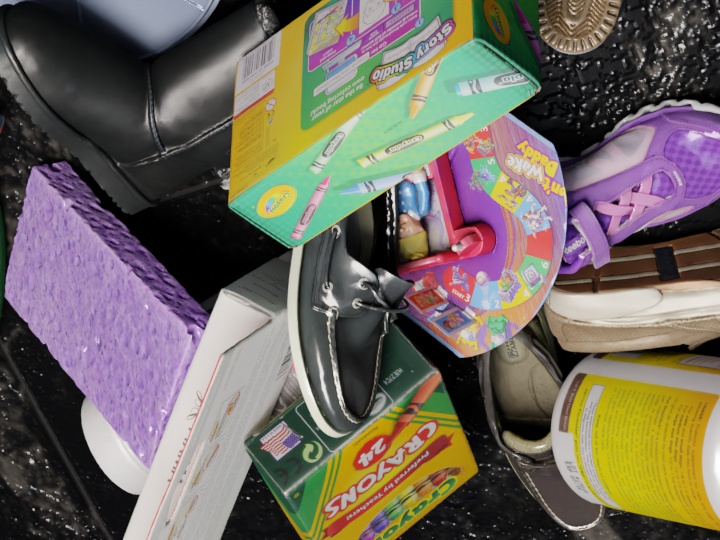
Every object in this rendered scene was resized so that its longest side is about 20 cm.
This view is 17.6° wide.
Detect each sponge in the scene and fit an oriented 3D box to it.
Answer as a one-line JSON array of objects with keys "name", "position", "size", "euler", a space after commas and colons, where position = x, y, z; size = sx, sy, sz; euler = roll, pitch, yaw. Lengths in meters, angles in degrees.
[{"name": "sponge", "position": [-0.167, 0.027, 1.527], "size": [0.030, 0.200, 0.112], "euler": [-10, 131, -39]}]

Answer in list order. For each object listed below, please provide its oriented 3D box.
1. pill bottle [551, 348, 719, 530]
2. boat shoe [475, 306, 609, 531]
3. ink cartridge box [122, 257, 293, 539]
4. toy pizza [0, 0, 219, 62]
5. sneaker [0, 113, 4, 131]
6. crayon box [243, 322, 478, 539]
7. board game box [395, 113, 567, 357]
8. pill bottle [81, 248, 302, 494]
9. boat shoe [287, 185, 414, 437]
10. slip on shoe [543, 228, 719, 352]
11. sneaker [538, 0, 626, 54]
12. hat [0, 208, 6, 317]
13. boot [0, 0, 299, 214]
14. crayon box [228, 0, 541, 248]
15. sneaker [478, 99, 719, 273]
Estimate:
[{"name": "pill bottle", "position": [0.224, 0.110, 1.490], "size": [0.200, 0.109, 0.109], "euler": [6, 131, 53]}, {"name": "boat shoe", "position": [0.119, 0.105, 1.582], "size": [0.073, 0.065, 0.200], "euler": [-18, 116, 18]}, {"name": "ink cartridge box", "position": [-0.102, 0.104, 1.427], "size": [0.043, 0.174, 0.201], "euler": [27, 110, 13]}, {"name": "toy pizza", "position": [-0.178, -0.215, 1.456], "size": [0.199, 0.032, 0.201], "euler": [3, 129, 4]}, {"name": "sneaker", "position": [-0.294, -0.156, 1.494], "size": [0.084, 0.075, 0.200], "euler": [-13, 127, 18]}, {"name": "crayon box", "position": [0.008, 0.130, 1.536], "size": [0.127, 0.051, 0.200], "euler": [-39, 152, -8]}, {"name": "board game box", "position": [0.036, -0.042, 1.464], "size": [0.200, 0.039, 0.158], "euler": [38, 119, 24]}, {"name": "pill bottle", "position": [-0.089, 0.073, 1.570], "size": [0.200, 0.111, 0.111], "euler": [-29, 112, 23]}, {"name": "boat shoe", "position": [0.001, 0.000, 1.424], "size": [0.066, 0.200, 0.074], "euler": [-8, 162, 30]}, {"name": "slip on shoe", "position": [0.219, 0.019, 1.507], "size": [0.199, 0.076, 0.061], "euler": [-6, 124, 5]}, {"name": "sneaker", "position": [0.140, -0.226, 1.391], "size": [0.070, 0.108, 0.201], "euler": [12, 91, 5]}, {"name": "hat", "position": [-0.348, 0.018, 1.560], "size": [0.175, 0.166, 0.201], "euler": [10, 110, 13]}, {"name": "boot", "position": [-0.118, -0.124, 1.454], "size": [0.162, 0.074, 0.198], "euler": [-24, 135, 17]}, {"name": "crayon box", "position": [0.012, -0.113, 1.343], "size": [0.200, 0.119, 0.058], "euler": [-31, 131, 33]}, {"name": "sneaker", "position": [0.154, -0.041, 1.478], "size": [0.199, 0.089, 0.081], "euler": [-18, 114, 18]}]
